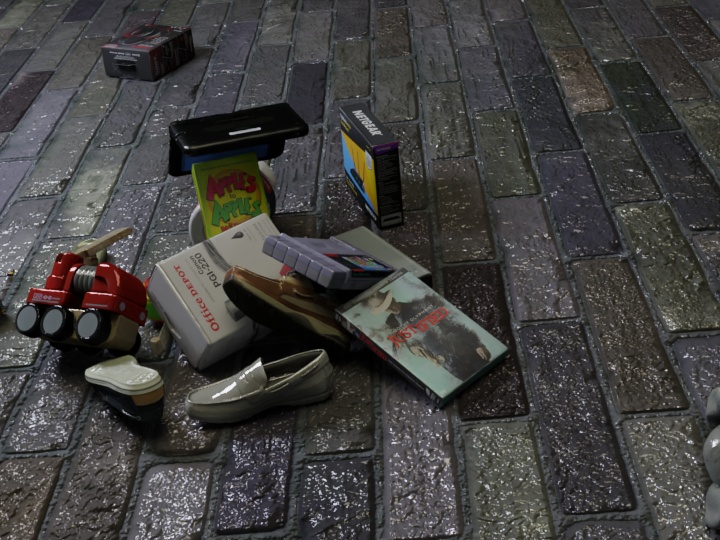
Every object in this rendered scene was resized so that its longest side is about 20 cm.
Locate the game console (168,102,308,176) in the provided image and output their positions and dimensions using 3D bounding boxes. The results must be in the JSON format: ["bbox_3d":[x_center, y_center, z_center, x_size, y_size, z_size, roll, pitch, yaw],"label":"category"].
[{"bbox_3d":[-0.193,-0.185,1.764,0.197,0.118,0.176,-13,30,-18],"label":"game console"}]

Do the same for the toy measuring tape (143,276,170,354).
[{"bbox_3d":[-0.301,0.061,1.650,0.072,0.075,0.201,-3,29,6],"label":"toy measuring tape"}]

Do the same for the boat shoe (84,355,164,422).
[{"bbox_3d":[-0.311,0.156,1.492,0.074,0.063,0.199,-19,16,-29],"label":"boat shoe"}]

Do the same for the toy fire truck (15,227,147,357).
[{"bbox_3d":[-0.373,0.016,1.614,0.173,0.128,0.204,4,73,29],"label":"toy fire truck"}]

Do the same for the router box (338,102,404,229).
[{"bbox_3d":[0.017,-0.183,1.934,0.050,0.152,0.200,-12,29,-13],"label":"router box"}]

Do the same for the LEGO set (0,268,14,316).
[{"bbox_3d":[-0.617,0.050,1.677,0.151,0.118,0.201,2,30,14],"label":"LEGO set"}]

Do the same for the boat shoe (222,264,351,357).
[{"bbox_3d":[-0.094,0.044,1.539,0.075,0.198,0.075,-27,37,56],"label":"boat shoe"}]

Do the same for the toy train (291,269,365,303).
[{"bbox_3d":[-0.005,0.038,1.594,0.197,0.035,0.046,21,-7,-6],"label":"toy train"}]

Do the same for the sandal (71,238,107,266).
[{"bbox_3d":[-0.451,-0.008,1.810,0.078,0.058,0.202,-9,29,-4],"label":"sandal"}]

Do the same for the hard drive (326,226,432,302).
[{"bbox_3d":[0.000,0.000,1.734,0.138,0.033,0.199,-21,32,-24],"label":"hard drive"}]

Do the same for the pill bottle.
[{"bbox_3d":[-0.203,-0.106,1.871,0.117,0.121,0.201,-1,30,10],"label":"pill bottle"}]

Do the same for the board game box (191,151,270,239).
[{"bbox_3d":[-0.189,-0.070,1.732,0.100,0.204,0.048,-12,-4,-11],"label":"board game box"}]

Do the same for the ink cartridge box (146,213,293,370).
[{"bbox_3d":[-0.183,0.027,1.605,0.198,0.085,0.146,-28,74,-32],"label":"ink cartridge box"}]

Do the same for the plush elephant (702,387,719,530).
[{"bbox_3d":[0.436,0.202,1.197,0.197,0.168,0.155,20,-17,-17],"label":"plush elephant"}]

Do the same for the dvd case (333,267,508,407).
[{"bbox_3d":[0.081,0.085,1.517,0.199,0.022,0.145,38,47,27],"label":"dvd case"}]

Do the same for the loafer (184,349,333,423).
[{"bbox_3d":[-0.133,0.146,1.464,0.196,0.071,0.070,-13,30,-12],"label":"loafer"}]

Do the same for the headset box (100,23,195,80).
[{"bbox_3d":[-0.514,-0.522,2.712,0.146,0.076,0.200,11,33,26],"label":"headset box"}]

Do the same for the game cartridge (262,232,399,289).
[{"bbox_3d":[-0.032,-0.012,1.588,0.128,0.039,0.199,23,11,29],"label":"game cartridge"}]
